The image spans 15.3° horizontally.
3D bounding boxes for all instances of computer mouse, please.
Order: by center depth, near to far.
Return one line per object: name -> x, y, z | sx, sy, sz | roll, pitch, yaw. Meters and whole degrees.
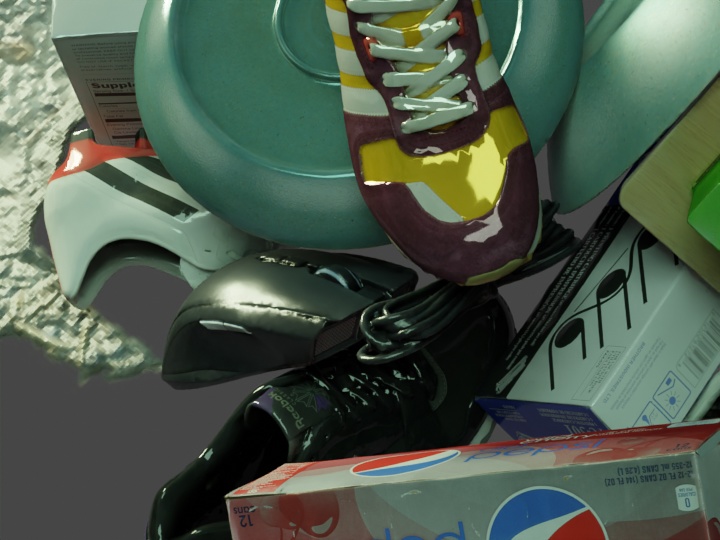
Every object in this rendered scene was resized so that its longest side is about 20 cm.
computer mouse -> 0.000, 0.000, 1.162 | 0.140, 0.200, 0.046 | -29, 101, -34

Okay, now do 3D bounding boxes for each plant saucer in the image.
plant saucer -> -0.004, -0.105, 1.153 | 0.199, 0.027, 0.201 | -4, 63, 8
plant saucer -> 0.135, -0.114, 1.171 | 0.039, 0.201, 0.201 | 38, 72, -6

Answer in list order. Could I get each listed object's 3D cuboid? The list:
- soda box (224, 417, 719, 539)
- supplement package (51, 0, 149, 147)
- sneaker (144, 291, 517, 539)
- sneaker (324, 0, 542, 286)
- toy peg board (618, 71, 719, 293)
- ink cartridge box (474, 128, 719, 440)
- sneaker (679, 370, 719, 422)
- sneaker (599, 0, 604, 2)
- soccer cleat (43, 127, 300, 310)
soda box -> 0.051, 0.106, 1.053 | 0.199, 0.063, 0.071 | -7, 97, 24
supplement package -> -0.057, -0.171, 1.275 | 0.155, 0.111, 0.201 | -3, 62, 7
sneaker -> -0.009, 0.070, 1.157 | 0.200, 0.088, 0.076 | -44, 65, -14
sneaker -> 0.019, -0.090, 1.076 | 0.075, 0.090, 0.201 | -19, 62, 1
toy peg board -> 0.237, -0.032, 1.047 | 0.200, 0.098, 0.199 | 41, 103, -1
ink cartridge box -> 0.139, -0.007, 1.172 | 0.200, 0.044, 0.094 | -54, 24, -18
sneaker -> 0.185, 0.052, 1.147 | 0.073, 0.071, 0.201 | 23, 69, 18
sneaker -> 0.119, -0.229, 1.286 | 0.074, 0.100, 0.201 | -14, 60, 3
soccer cleat -> -0.049, -0.027, 1.230 | 0.199, 0.069, 0.086 | -5, 71, 9
